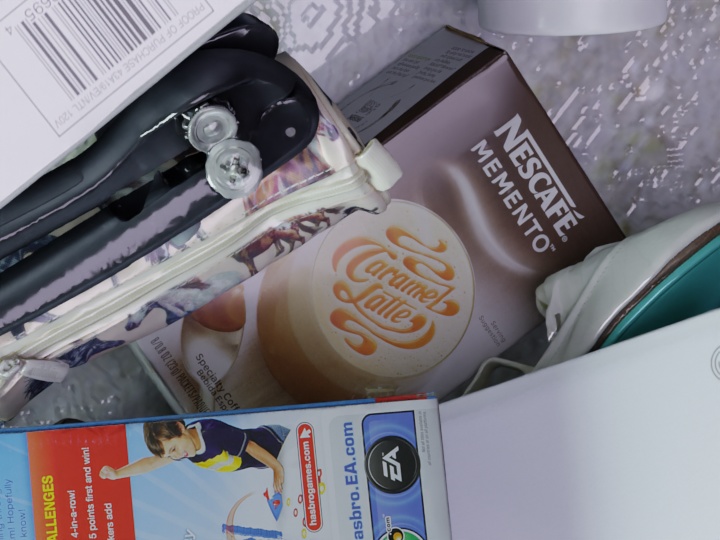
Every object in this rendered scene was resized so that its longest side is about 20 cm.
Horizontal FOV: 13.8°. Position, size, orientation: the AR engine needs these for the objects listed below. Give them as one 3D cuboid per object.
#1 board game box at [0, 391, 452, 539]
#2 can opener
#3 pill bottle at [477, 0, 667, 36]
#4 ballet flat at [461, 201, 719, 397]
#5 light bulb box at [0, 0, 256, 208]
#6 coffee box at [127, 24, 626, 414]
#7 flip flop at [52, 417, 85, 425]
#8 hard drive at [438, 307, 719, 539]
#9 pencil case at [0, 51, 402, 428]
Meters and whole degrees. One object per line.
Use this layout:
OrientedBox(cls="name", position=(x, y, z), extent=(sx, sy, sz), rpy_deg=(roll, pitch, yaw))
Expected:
OrientedBox(cls="board game box", position=(-0.060, 0.155, 1.135), extent=(0.195, 0.056, 0.201), rpy_deg=(-4, 81, -12))
OrientedBox(cls="can opener", position=(-0.104, -0.021, 1.133), extent=(0.200, 0.079, 0.063), rpy_deg=(-37, 111, -3))
OrientedBox(cls="pill bottle", position=(0.087, -0.203, 1.260), extent=(0.111, 0.111, 0.201), rpy_deg=(-6, 102, -16))
OrientedBox(cls="ballet flat", position=(0.085, 0.042, 1.250), extent=(0.069, 0.069, 0.200), rpy_deg=(35, 92, -20))
OrientedBox(cls="light bulb box", position=(-0.136, -0.132, 1.157), extent=(0.198, 0.200, 0.125), rpy_deg=(-39, 108, -7))
OrientedBox(cls="coffee box", position=(0.000, 0.000, 1.288), extent=(0.200, 0.080, 0.115), rpy_deg=(-38, 110, -7))
OrientedBox(cls="flip flop", position=(-0.180, 0.131, 1.197), extent=(0.058, 0.081, 0.200), rpy_deg=(40, 82, 24))
OrientedBox(cls="hard drive", position=(0.080, 0.107, 1.192), extent=(0.199, 0.027, 0.132), rpy_deg=(-19, 79, 8))
OrientedBox(cls="pencil case", position=(-0.084, -0.013, 1.193), extent=(0.200, 0.090, 0.078), rpy_deg=(-30, 134, -4))
